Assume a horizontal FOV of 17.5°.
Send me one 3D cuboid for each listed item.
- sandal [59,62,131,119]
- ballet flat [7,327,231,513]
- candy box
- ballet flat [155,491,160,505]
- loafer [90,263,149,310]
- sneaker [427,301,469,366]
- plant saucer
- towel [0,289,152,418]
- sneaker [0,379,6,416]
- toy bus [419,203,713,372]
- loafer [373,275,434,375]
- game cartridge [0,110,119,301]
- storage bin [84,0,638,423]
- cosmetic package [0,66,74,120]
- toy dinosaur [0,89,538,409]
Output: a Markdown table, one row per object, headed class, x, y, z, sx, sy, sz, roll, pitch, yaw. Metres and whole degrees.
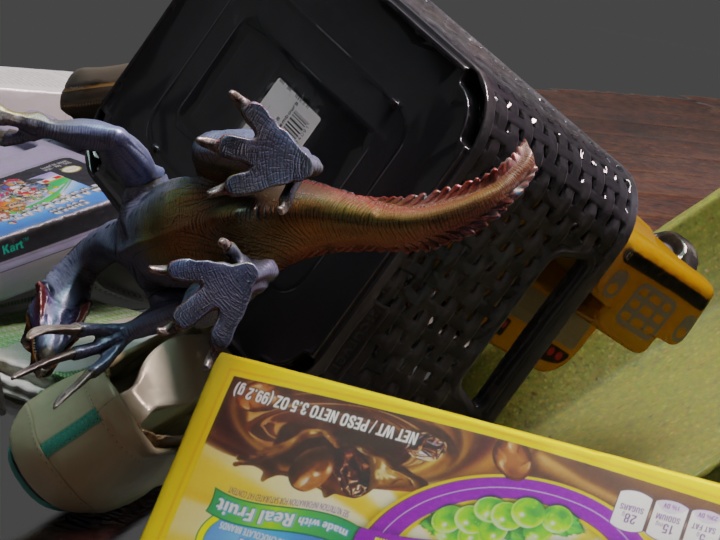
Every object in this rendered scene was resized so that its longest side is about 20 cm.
| class | x | y | z | sx | sy | sz | roll | pitch | yaw |
| --- | --- | --- | --- | --- | --- | --- | --- | --- | --- |
| sandal | -0.044 | -0.094 | 1.075 | 0.198 | 0.055 | 0.082 | -3 | -20 | 23 |
| ballet flat | -0.062 | 0.046 | 0.920 | 0.069 | 0.070 | 0.200 | 14 | 17 | 21 |
| candy box | 0.029 | 0.096 | 0.719 | 0.198 | 0.103 | 0.026 | 13 | -23 | 19 |
| ballet flat | 0.009 | 0.082 | 0.791 | 0.199 | 0.073 | 0.068 | 20 | 45 | 34 |
| loafer | -0.087 | -0.016 | 1.168 | 0.069 | 0.071 | 0.200 | 0 | 5 | 28 |
| sneaker | 0.078 | 0.004 | 1.165 | 0.201 | 0.078 | 0.146 | -14 | 13 | -38 |
| plant saucer | 0.123 | 0.051 | 0.909 | 0.199 | 0.048 | 0.200 | -33 | 20 | -4 |
| towel | -0.165 | 0.031 | 1.027 | 0.199 | 0.031 | 0.149 | 13 | 10 | 26 |
| sneaker | -0.160 | 0.035 | 0.826 | 0.059 | 0.105 | 0.200 | -6 | 16 | -1 |
| toy bus | 0.055 | -0.027 | 0.947 | 0.065 | 0.078 | 0.200 | 30 | 12 | -42 |
| loafer | 0.000 | 0.000 | 1.052 | 0.067 | 0.071 | 0.201 | 2 | 30 | 5 |
| game cartridge | -0.180 | -0.024 | 1.035 | 0.129 | 0.039 | 0.199 | 16 | 27 | 40 |
| storage bin | -0.006 | -0.038 | 0.896 | 0.093 | 0.136 | 0.200 | 29 | 12 | -40 |
| cosmetic package | -0.198 | -0.052 | 1.193 | 0.199 | 0.103 | 0.074 | 3 | 13 | -33 |
| toy dinosaur | -0.059 | 0.002 | 0.821 | 0.198 | 0.106 | 0.181 | 8 | -6 | -10 |
